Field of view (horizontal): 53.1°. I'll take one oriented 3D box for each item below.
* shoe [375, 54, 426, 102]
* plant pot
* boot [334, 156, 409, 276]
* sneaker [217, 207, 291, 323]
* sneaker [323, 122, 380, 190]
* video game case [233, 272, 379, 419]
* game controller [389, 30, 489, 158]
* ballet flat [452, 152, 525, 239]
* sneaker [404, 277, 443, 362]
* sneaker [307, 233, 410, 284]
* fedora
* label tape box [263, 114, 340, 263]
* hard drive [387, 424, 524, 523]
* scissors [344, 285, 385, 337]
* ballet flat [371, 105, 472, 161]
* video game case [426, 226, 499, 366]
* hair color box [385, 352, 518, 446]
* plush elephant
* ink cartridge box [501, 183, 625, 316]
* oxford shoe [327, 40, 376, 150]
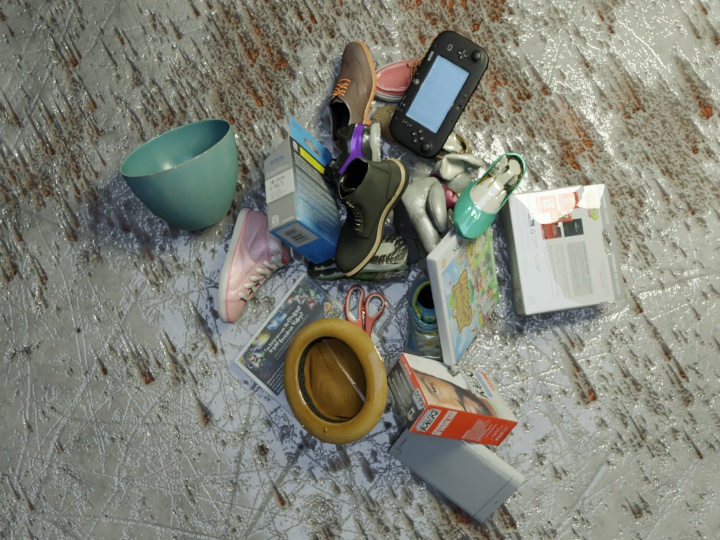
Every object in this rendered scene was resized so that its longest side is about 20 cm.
[{"bbox_3d":[0.111,-0.353,1.269,0.194,0.091,0.074,-7,83,1],"label":"shoe"},{"bbox_3d":[-0.289,-0.151,1.227,0.195,0.201,0.137,-19,121,0],"label":"plant pot"},{"bbox_3d":[-0.014,-0.087,1.115,0.077,0.137,0.204,31,106,25],"label":"boot"},{"bbox_3d":[-0.179,-0.002,1.247,0.102,0.075,0.206,12,80,8],"label":"sneaker"},{"bbox_3d":[-0.015,-0.153,1.240,0.097,0.070,0.206,2,107,2],"label":"sneaker"},{"bbox_3d":[-0.094,0.140,1.257,0.181,0.023,0.201,40,87,5],"label":"video game case"},{"bbox_3d":[0.130,-0.294,1.206,0.103,0.042,0.203,30,100,4],"label":"game controller"},{"bbox_3d":[0.204,-0.127,1.119,0.067,0.071,0.200,39,49,2],"label":"ballet flat"},{"bbox_3d":[0.112,0.110,1.200,0.077,0.131,0.206,-5,84,0],"label":"sneaker"},{"bbox_3d":[0.000,0.000,1.244,0.195,0.089,0.078,-4,50,25],"label":"sneaker"},{"bbox_3d":[-0.034,0.179,1.188,0.195,0.082,0.207,-2,86,21],"label":"fedora"},{"bbox_3d":[-0.098,-0.134,1.215,0.062,0.144,0.205,-20,60,23],"label":"label tape box"},{"bbox_3d":[0.154,0.319,1.189,0.198,0.027,0.133,36,129,6],"label":"hard drive"},{"bbox_3d":[0.000,0.127,1.234,0.071,0.014,0.206,8,76,-6],"label":"scissors"},{"bbox_3d":[0.111,-0.244,1.270,0.196,0.065,0.072,24,85,4],"label":"ballet flat"},{"bbox_3d":[0.170,0.018,1.156,0.022,0.204,0.182,11,39,34],"label":"video game case"},{"bbox_3d":[0.146,0.207,1.146,0.196,0.112,0.065,16,120,-34],"label":"hair color box"},{"bbox_3d":[0.132,-0.117,1.209,0.152,0.164,0.204,-24,96,-15],"label":"plush elephant"},{"bbox_3d":[0.343,-0.034,1.232,0.170,0.084,0.206,-7,84,1],"label":"ink cartridge box"},{"bbox_3d":[-0.018,-0.312,1.267,0.070,0.072,0.206,-4,82,34],"label":"oxford shoe"}]
